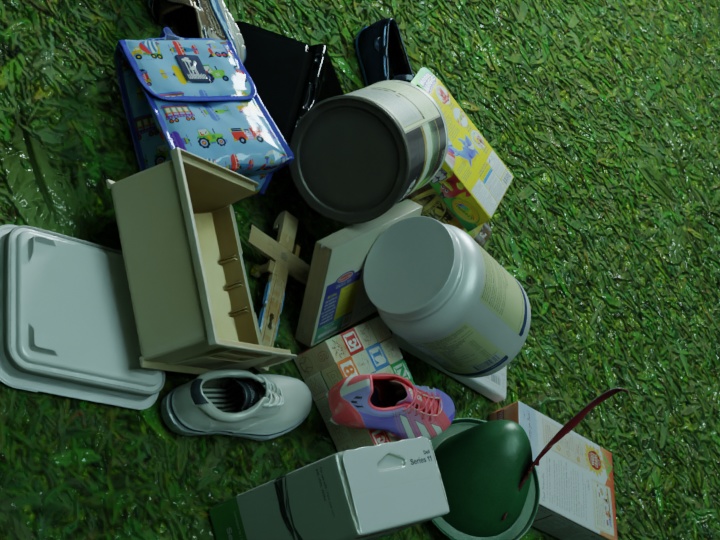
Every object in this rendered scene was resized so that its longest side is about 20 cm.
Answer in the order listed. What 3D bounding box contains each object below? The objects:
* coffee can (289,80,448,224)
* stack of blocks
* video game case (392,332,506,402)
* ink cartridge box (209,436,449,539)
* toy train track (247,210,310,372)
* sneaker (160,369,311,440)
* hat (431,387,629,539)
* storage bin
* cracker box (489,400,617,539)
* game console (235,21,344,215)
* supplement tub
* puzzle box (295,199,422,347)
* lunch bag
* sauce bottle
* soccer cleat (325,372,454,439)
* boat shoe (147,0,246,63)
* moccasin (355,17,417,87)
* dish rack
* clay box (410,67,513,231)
[{"bbox_3d":[0.014,-0.148,1.592,0.147,0.146,0.200,59,22,-3],"label":"coffee can"},{"bbox_3d":[0.017,0.166,1.545,0.115,0.058,0.201,-20,84,-51],"label":"stack of blocks"},{"bbox_3d":[0.122,0.057,1.756,0.199,0.023,0.184,30,48,-32],"label":"video game case"},{"bbox_3d":[-0.031,0.241,1.335,0.146,0.199,0.084,-2,69,-48],"label":"ink cartridge box"},{"bbox_3d":[-0.106,0.024,1.521,0.114,0.032,0.202,36,50,-38],"label":"toy train track"},{"bbox_3d":[-0.115,0.141,1.404,0.199,0.071,0.074,-2,70,-48],"label":"sneaker"},{"bbox_3d":[0.177,0.209,1.560,0.165,0.176,0.201,33,52,0],"label":"hat"},{"bbox_3d":[-0.160,0.001,1.378,0.198,0.093,0.202,18,55,-66],"label":"storage bin"},{"bbox_3d":[0.255,0.274,1.743,0.199,0.057,0.135,31,47,-33],"label":"cracker box"},{"bbox_3d":[-0.103,-0.192,1.659,0.177,0.115,0.201,67,27,-46],"label":"game console"},{"bbox_3d":[0.105,0.032,1.586,0.200,0.144,0.146,38,42,-50],"label":"supplement tub"},{"bbox_3d":[0.000,0.000,1.581,0.025,0.134,0.199,28,30,25],"label":"puzzle box"},{"bbox_3d":[-0.189,-0.183,1.494,0.150,0.094,0.201,-10,70,-37],"label":"lunch bag"},{"bbox_3d":[0.092,-0.101,1.785,0.200,0.065,0.065,42,42,-20],"label":"sauce bottle"},{"bbox_3d":[0.049,0.150,1.481,0.199,0.076,0.067,13,59,-43],"label":"soccer cleat"},{"bbox_3d":[-0.211,-0.325,1.577,0.072,0.072,0.201,-30,87,-43],"label":"boat shoe"},{"bbox_3d":[0.049,-0.254,1.822,0.080,0.068,0.202,-14,79,-50],"label":"moccasin"},{"bbox_3d":[-0.273,0.041,1.314,0.199,0.043,0.173,18,55,-42],"label":"dish rack"},{"bbox_3d":[0.115,-0.164,1.759,0.200,0.047,0.115,50,39,-13],"label":"clay box"}]
